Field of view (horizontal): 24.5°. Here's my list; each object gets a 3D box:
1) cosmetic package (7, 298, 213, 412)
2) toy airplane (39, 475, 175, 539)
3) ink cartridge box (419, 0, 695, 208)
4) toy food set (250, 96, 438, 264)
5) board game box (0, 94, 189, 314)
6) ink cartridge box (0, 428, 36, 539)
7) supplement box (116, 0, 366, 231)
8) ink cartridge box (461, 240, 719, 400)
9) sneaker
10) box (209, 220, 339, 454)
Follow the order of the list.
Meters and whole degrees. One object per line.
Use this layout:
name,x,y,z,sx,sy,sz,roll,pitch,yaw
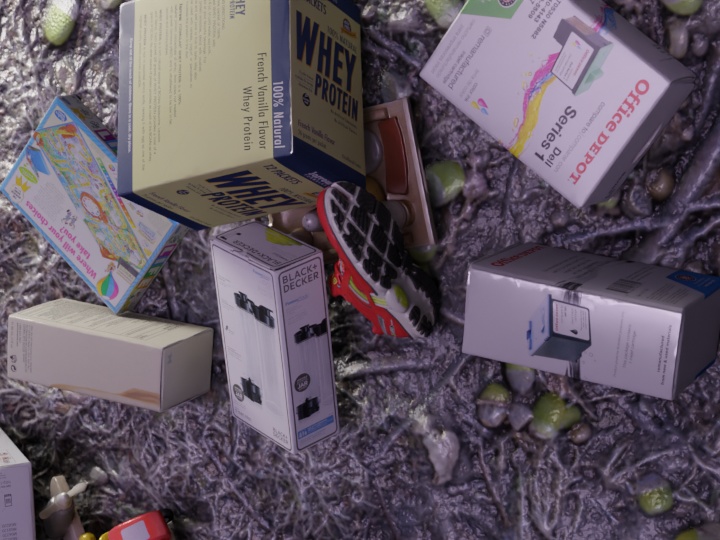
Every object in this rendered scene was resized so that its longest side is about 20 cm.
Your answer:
cosmetic package,-0.265,0.088,1.758,0.198,0.105,0.072,11,104,27
toy airplane,-0.292,0.336,1.788,0.199,0.140,0.201,13,94,42
ink cartridge box,0.177,-0.174,1.498,0.200,0.084,0.145,41,114,15
toy food set,-0.024,-0.080,1.630,0.198,0.060,0.145,-10,94,27
board game box,-0.285,-0.072,1.780,0.200,0.034,0.135,45,115,14
ink cartridge box,-0.414,0.276,1.816,0.200,0.083,0.178,-163,69,-66
supplement box,-0.114,-0.165,1.588,0.198,0.134,0.202,-11,71,28
ink cartridge box,0.209,0.040,1.482,0.198,0.146,0.087,10,105,26
sneaker,0.000,0.000,1.579,0.084,0.077,0.201,-5,135,32
box,-0.083,0.064,1.633,0.116,0.060,0.202,23,127,48
